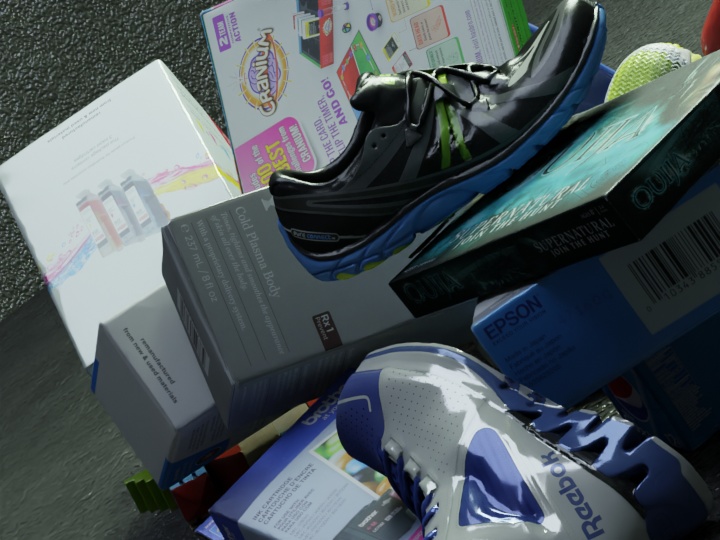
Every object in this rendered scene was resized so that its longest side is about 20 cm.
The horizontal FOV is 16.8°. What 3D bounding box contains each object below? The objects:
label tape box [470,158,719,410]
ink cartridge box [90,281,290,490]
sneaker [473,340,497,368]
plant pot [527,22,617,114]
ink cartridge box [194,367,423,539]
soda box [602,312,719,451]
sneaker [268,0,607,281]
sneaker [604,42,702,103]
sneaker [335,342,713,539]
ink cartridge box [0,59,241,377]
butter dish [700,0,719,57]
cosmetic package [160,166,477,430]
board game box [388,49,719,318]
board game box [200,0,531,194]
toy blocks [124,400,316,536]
[{"bbox_3d":[0.133,-0.016,1.222,0.143,0.066,0.200,-35,12,15],"label":"label tape box"},{"bbox_3d":[-0.054,0.031,1.452,0.200,0.084,0.146,-33,-12,-18],"label":"ink cartridge box"},{"bbox_3d":[0.150,-0.015,1.484,0.200,0.078,0.079,-39,5,-31],"label":"sneaker"},{"bbox_3d":[0.076,-0.084,1.647,0.180,0.200,0.200,-61,10,6],"label":"plant pot"},{"bbox_3d":[0.008,0.113,1.253,0.119,0.042,0.200,-44,34,-25],"label":"ink cartridge box"},{"bbox_3d":[0.210,0.006,1.242,0.200,0.064,0.068,-37,11,-15],"label":"soda box"},{"bbox_3d":[0.039,-0.075,1.227,0.200,0.083,0.071,-36,9,6],"label":"sneaker"},{"bbox_3d":[0.175,-0.026,1.413,0.076,0.105,0.200,18,90,40],"label":"sneaker"},{"bbox_3d":[0.050,0.110,1.122,0.199,0.081,0.115,17,56,41],"label":"sneaker"},{"bbox_3d":[-0.129,-0.006,1.659,0.145,0.145,0.200,-33,53,5],"label":"ink cartridge box"},{"bbox_3d":[0.276,-0.129,1.415,0.148,0.200,0.199,-56,-5,39],"label":"butter dish"},{"bbox_3d":[0.000,0.000,1.348,0.200,0.107,0.090,-22,-18,-12],"label":"cosmetic package"},{"bbox_3d":[0.109,-0.044,1.168,0.135,0.028,0.200,-44,11,-29],"label":"board game box"},{"bbox_3d":[0.007,-0.126,1.511,0.200,0.153,0.040,-21,-20,23],"label":"board game box"},{"bbox_3d":[-0.050,0.112,1.545,0.200,0.100,0.137,-27,22,-6],"label":"toy blocks"}]
